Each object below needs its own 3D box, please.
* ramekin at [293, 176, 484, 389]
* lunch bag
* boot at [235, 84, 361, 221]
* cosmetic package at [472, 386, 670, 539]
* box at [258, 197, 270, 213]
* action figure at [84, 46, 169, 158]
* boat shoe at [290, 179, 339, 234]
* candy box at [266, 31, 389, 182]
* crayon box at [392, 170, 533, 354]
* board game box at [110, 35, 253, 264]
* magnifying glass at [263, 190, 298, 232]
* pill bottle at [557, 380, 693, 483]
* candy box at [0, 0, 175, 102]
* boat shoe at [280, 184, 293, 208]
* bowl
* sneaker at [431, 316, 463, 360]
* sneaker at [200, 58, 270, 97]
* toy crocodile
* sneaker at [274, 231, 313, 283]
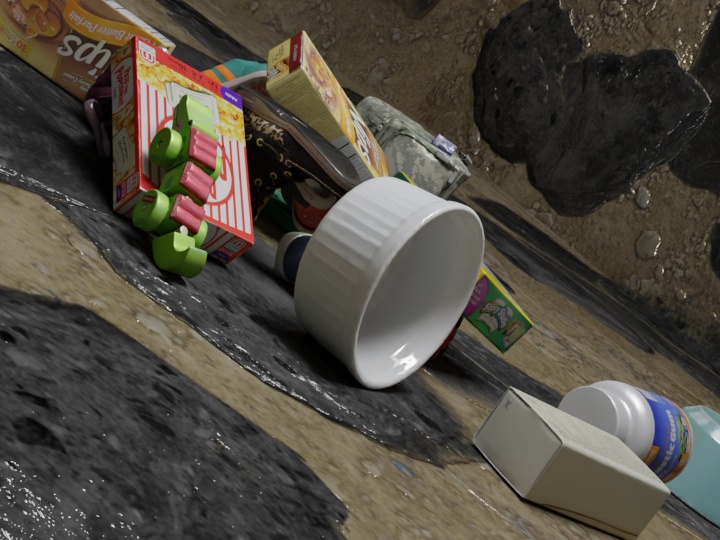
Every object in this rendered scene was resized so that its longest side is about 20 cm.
[{"bbox_3d":[0.025,0.006,1.457,0.097,0.202,0.200,33,8,30],"label":"ramekin"},{"bbox_3d":[0.038,-0.108,1.964,0.167,0.201,0.139,41,8,31],"label":"lunch bag"},{"bbox_3d":[-0.101,-0.094,1.601,0.200,0.151,0.073,40,11,30],"label":"boot"},{"bbox_3d":[0.221,0.203,1.528,0.199,0.073,0.104,26,14,-40],"label":"cosmetic package"},{"bbox_3d":[-0.160,-0.149,1.880,0.064,0.070,0.200,31,11,-30],"label":"box"},{"bbox_3d":[-0.267,-0.171,1.663,0.148,0.136,0.199,-23,29,-26],"label":"action figure"},{"bbox_3d":[-0.063,-0.133,1.832,0.070,0.063,0.202,3,47,-13],"label":"boat shoe"},{"bbox_3d":[-0.036,-0.170,1.739,0.201,0.055,0.116,54,16,-26],"label":"candy box"},{"bbox_3d":[0.108,-0.006,1.723,0.173,0.058,0.200,53,6,29],"label":"crayon box"},{"bbox_3d":[-0.184,-0.123,1.515,0.151,0.046,0.202,26,44,-40],"label":"board game box"},{"bbox_3d":[-0.121,-0.101,1.929,0.079,0.023,0.200,25,14,-45],"label":"magnifying glass"},{"bbox_3d":[0.309,0.192,1.746,0.112,0.113,0.199,42,13,33],"label":"pill bottle"},{"bbox_3d":[-0.336,-0.278,1.767,0.199,0.116,0.055,35,11,-2],"label":"candy box"},{"bbox_3d":[-0.010,-0.069,1.874,0.199,0.069,0.057,37,48,9],"label":"boat shoe"},{"bbox_3d":[0.477,0.258,2.003,0.200,0.106,0.201,33,10,-7],"label":"bowl"},{"bbox_3d":[0.051,0.056,1.677,0.095,0.080,0.200,29,0,14],"label":"sneaker"},{"bbox_3d":[-0.178,-0.218,1.836,0.197,0.072,0.080,-7,27,9],"label":"sneaker"},{"bbox_3d":[-0.166,-0.082,1.403,0.067,0.061,0.202,34,48,-34],"label":"toy crocodile"},{"bbox_3d":[-0.002,-0.002,1.643,0.084,0.076,0.199,18,15,41],"label":"sneaker"}]
